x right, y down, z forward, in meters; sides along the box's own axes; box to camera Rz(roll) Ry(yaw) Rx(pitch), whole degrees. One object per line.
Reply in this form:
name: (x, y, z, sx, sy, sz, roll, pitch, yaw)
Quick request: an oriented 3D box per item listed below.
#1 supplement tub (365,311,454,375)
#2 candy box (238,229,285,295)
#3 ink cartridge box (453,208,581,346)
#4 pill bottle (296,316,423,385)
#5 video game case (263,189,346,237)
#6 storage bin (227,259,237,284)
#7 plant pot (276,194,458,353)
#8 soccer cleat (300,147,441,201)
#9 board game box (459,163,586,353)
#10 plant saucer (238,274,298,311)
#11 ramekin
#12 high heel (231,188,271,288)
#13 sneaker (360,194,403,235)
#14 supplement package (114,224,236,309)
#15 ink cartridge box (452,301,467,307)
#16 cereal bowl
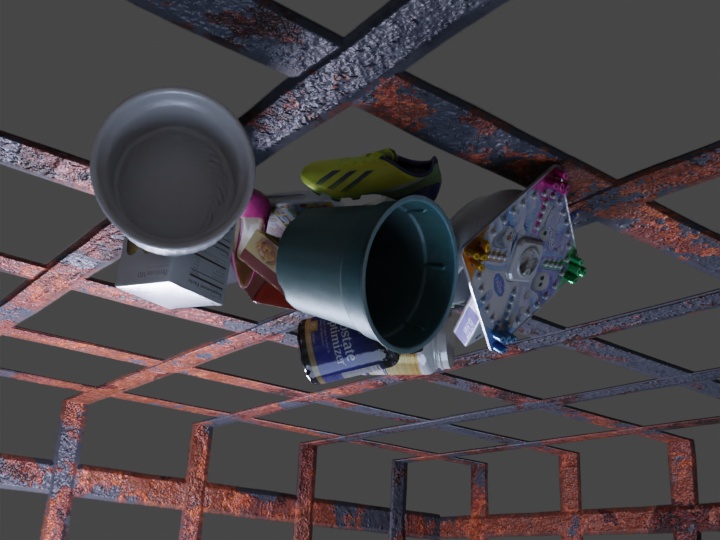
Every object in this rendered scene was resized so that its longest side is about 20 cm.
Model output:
supplement tub: (0.088, 0.138, 1.781, 0.195, 0.148, 0.145, -2, 159, 14)
candy box: (-0.094, 0.003, 1.376, 0.115, 0.056, 0.199, 37, -175, 20)
ink cartridge box: (0.249, 0.013, 1.352, 0.197, 0.041, 0.201, -28, 154, -28)
pill bottle: (0.001, 0.115, 1.463, 0.195, 0.114, 0.112, -15, 157, 9)
video game case: (-0.097, -0.075, 1.423, 0.177, 0.023, 0.200, -3, 158, 17)
storage bin: (-0.269, -0.028, 1.429, 0.131, 0.149, 0.201, -9, 159, 3)
plant pot: (-0.001, -0.005, 1.194, 0.193, 0.205, 0.199, 9, 168, 42)
soccer cleat: (0.015, -0.138, 1.207, 0.195, 0.065, 0.085, 7, 130, 3)
board game box: (0.235, -0.011, 1.225, 0.026, 0.199, 0.202, 30, 152, 45)
plant saucer: (-0.117, 0.030, 1.575, 0.195, 0.038, 0.200, 13, -169, -22)
ramekin: (-0.232, -0.115, 1.094, 0.195, 0.206, 0.098, 7, 168, -11)
high heel: (-0.174, -0.050, 1.332, 0.066, 0.098, 0.200, 7, 159, -8)
sneaker: (0.034, -0.059, 1.330, 0.073, 0.102, 0.200, 7, 161, -16)
supplement package: (-0.246, -0.061, 1.213, 0.112, 0.205, 0.109, -6, 159, 33)
ink cartridge box: (0.101, 0.031, 1.476, 0.142, 0.049, 0.201, 10, -159, -16)
cereal bowl: (0.179, -0.047, 1.294, 0.198, 0.084, 0.201, -34, 158, -15)
